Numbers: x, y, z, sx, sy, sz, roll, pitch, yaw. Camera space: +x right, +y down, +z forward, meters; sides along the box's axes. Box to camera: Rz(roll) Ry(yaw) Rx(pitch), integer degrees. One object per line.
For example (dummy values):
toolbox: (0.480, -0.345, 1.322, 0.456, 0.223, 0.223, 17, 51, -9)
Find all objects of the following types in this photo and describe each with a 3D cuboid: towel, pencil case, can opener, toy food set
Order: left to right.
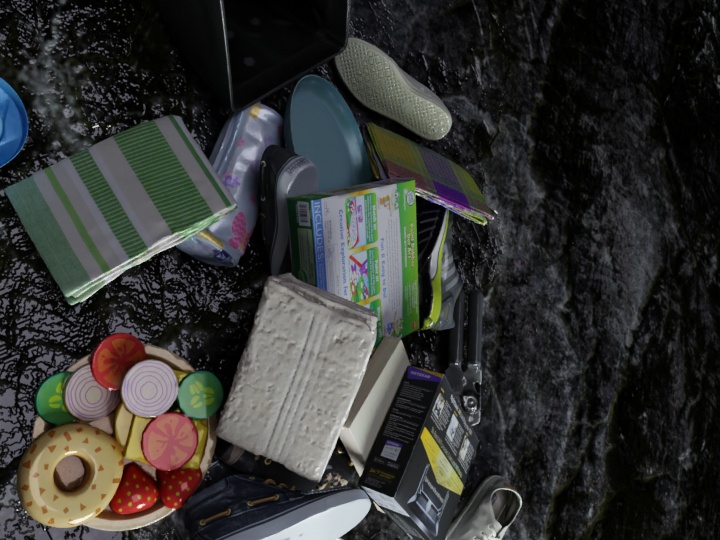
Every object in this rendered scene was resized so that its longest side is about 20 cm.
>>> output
towel: (-0.251, -0.074, 0.682, 0.199, 0.023, 0.153, -32, 76, -15)
toy food set: (-0.246, 0.172, 0.681, 0.198, 0.048, 0.200, 18, 72, -27)
pencil case: (-0.154, -0.104, 0.764, 0.091, 0.082, 0.202, 45, 58, -46)
towel: (-0.068, 0.113, 0.680, 0.131, 0.034, 0.202, 23, 102, 6)
towel: (0.093, -0.140, 0.918, 0.198, 0.023, 0.144, 18, 35, -28)
can opener: (0.152, 0.130, 0.939, 0.053, 0.067, 0.202, 3, 71, 9)

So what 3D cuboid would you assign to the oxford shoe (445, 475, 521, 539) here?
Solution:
oxford shoe: (0.163, 0.376, 0.891, 0.075, 0.058, 0.200, 49, 63, -18)

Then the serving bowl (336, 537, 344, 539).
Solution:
serving bowl: (-0.077, 0.402, 0.734, 0.198, 0.066, 0.203, 6, 77, -31)

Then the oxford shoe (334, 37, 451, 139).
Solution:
oxford shoe: (0.046, -0.262, 0.925, 0.199, 0.075, 0.058, 32, 28, -14)

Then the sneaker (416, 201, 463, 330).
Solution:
sneaker: (0.109, -0.007, 0.926, 0.080, 0.073, 0.202, 20, 74, -42)

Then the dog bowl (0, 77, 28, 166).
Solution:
dog bowl: (-0.424, -0.116, 0.622, 0.112, 0.049, 0.200, 49, 61, -15)

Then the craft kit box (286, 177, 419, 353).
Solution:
craft kit box: (0.000, 0.000, 0.761, 0.197, 0.048, 0.203, -17, 109, -47)

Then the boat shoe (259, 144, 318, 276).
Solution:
boat shoe: (-0.089, -0.063, 0.757, 0.056, 0.201, 0.068, 37, 53, 21)

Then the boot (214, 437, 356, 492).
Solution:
boot: (-0.061, 0.184, 0.777, 0.151, 0.073, 0.201, 45, 65, -16)

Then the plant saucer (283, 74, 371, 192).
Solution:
plant saucer: (-0.044, -0.150, 0.828, 0.200, 0.027, 0.202, 36, 49, -54)

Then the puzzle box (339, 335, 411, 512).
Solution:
puzzle box: (0.035, 0.197, 0.796, 0.133, 0.025, 0.201, -55, 141, -35)

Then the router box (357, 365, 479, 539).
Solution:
router box: (0.082, 0.241, 0.809, 0.158, 0.052, 0.201, -62, 144, -27)

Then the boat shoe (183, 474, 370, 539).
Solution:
boat shoe: (-0.091, 0.259, 0.703, 0.198, 0.091, 0.071, -10, 130, -27)

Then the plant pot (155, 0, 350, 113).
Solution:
plant pot: (-0.138, -0.344, 0.742, 0.177, 0.201, 0.199, 37, 57, 23)
